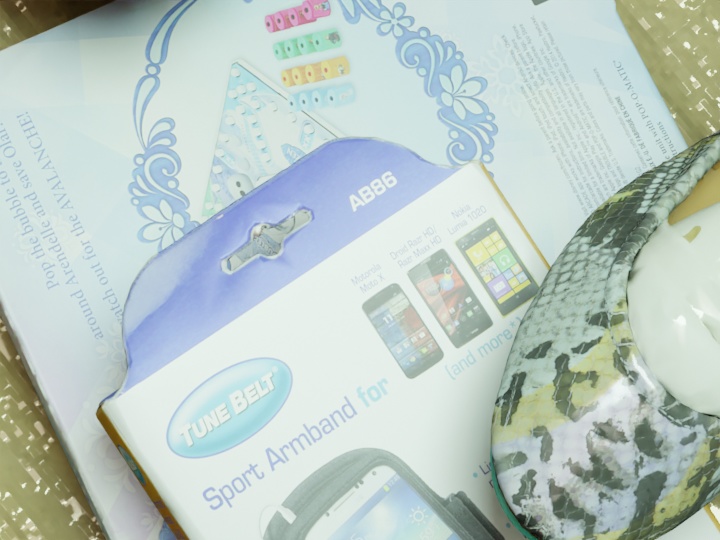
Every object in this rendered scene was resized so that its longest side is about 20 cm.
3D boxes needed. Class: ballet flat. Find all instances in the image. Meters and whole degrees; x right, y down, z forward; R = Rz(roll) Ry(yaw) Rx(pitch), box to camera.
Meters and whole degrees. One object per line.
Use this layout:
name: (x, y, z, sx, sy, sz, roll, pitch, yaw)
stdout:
ballet flat: (0.105, -0.009, 0.702, 0.072, 0.072, 0.200, 40, 56, 6)

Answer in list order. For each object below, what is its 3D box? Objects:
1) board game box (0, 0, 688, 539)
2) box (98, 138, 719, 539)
board game box: (0.000, 0.000, 0.798, 0.199, 0.043, 0.200, -24, 79, -10)
box: (0.022, 0.067, 0.732, 0.119, 0.041, 0.200, -33, 88, -10)
